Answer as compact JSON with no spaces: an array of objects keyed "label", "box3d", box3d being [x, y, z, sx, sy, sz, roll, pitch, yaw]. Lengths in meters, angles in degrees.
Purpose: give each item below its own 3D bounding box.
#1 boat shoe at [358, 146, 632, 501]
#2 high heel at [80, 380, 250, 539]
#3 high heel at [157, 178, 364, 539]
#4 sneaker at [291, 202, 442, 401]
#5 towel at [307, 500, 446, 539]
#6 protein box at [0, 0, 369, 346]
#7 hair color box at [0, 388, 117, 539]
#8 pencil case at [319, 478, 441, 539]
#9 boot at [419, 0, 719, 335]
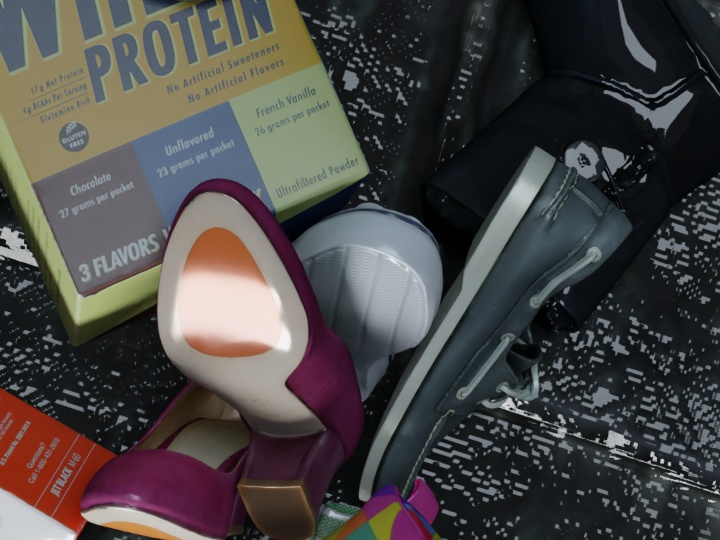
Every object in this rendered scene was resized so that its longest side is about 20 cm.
[{"label":"boat shoe","box3d":[0.059,0.039,1.017,0.062,0.073,0.201,28,115,0]},{"label":"high heel","box3d":[-0.073,0.070,0.972,0.067,0.200,0.097,10,86,15]},{"label":"high heel","box3d":[-0.038,0.018,0.923,0.067,0.201,0.096,6,45,11]},{"label":"sneaker","box3d":[0.000,0.000,0.991,0.073,0.200,0.071,24,71,-4]},{"label":"towel","box3d":[0.016,0.221,0.996,0.148,0.031,0.201,17,86,9]},{"label":"protein box","box3d":[-0.107,-0.092,0.985,0.134,0.199,0.201,-23,86,-11]},{"label":"hair color box","box3d":[-0.224,0.087,0.990,0.199,0.064,0.111,30,123,-4]},{"label":"pencil case","box3d":[-0.036,0.177,0.956,0.199,0.088,0.089,-35,88,1]},{"label":"boot","box3d":[0.089,-0.089,1.072,0.168,0.076,0.200,-41,96,-14]}]
